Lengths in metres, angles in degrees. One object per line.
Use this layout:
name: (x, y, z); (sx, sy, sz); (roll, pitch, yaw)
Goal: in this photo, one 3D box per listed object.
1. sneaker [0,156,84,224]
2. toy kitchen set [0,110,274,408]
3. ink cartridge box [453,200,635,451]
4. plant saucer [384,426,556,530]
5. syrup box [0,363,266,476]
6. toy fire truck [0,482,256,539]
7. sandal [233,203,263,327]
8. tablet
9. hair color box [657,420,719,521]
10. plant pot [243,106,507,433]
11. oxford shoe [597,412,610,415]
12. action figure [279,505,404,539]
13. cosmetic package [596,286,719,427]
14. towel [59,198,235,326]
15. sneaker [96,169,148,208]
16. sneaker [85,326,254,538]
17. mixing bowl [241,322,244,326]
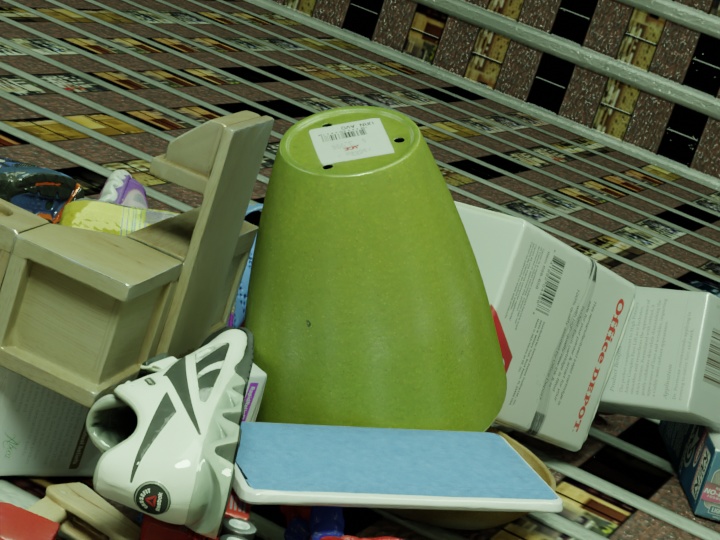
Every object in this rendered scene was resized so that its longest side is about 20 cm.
sneaker: (-0.332, -0.068, 1.593); (0.199, 0.076, 0.078); (17, 3, -45)
toy kitchen set: (-0.169, -0.045, 1.161); (0.179, 0.164, 0.200); (24, 16, 13)
ink cartridge box: (0.118, 0.046, 1.465); (0.083, 0.145, 0.200); (18, -5, 37)
plant saucer: (0.041, 0.137, 1.351); (0.199, 0.036, 0.200); (17, 14, -4)
syrup box: (-0.165, 0.080, 1.203); (0.199, 0.082, 0.079); (7, 20, -42)
toy fire truck: (-0.131, 0.149, 1.055); (0.140, 0.049, 0.200); (17, 14, -5)
sandal: (-0.102, -0.004, 1.525); (0.086, 0.080, 0.200); (-19, 22, 15)
tablet: (0.012, 0.121, 1.158); (0.198, 0.014, 0.130); (4, 14, -16)
hair color box: (0.318, 0.155, 1.593); (0.099, 0.061, 0.200); (16, 14, -4)
plant pot: (0.000, 0.000, 1.265); (0.185, 0.201, 0.188); (-5, 32, 3)
oxford shoe: (0.163, 0.065, 1.718); (0.074, 0.071, 0.200); (4, 18, -29)
action figure: (0.004, 0.167, 1.126); (0.098, 0.066, 0.200); (8, 15, -5)
cosmetic package: (0.209, 0.066, 1.569); (0.199, 0.103, 0.074); (6, -11, 40)
towel: (-0.162, 0.018, 1.404); (0.142, 0.023, 0.201); (11, 38, -8)
sneaker: (-0.189, -0.017, 1.563); (0.088, 0.081, 0.200); (23, 18, -11)
sneaker: (-0.110, 0.078, 1.090); (0.088, 0.075, 0.200); (12, 19, -3)
mixing bowl: (0.004, 0.018, 1.503); (0.108, 0.200, 0.200); (44, 12, -8)
